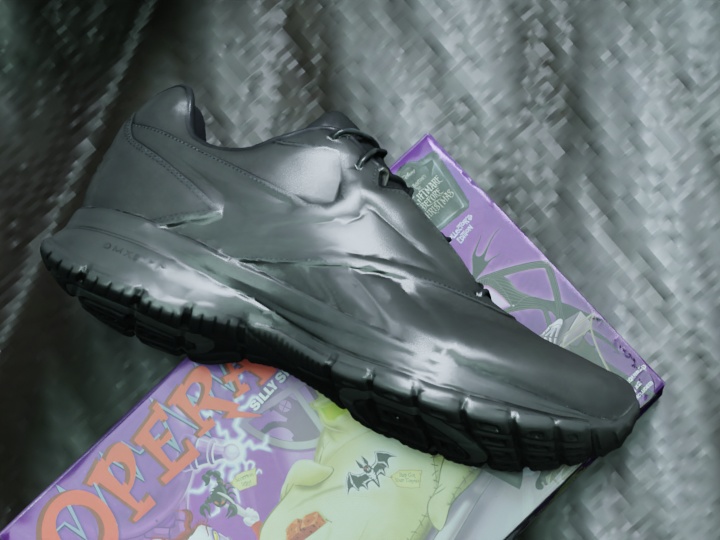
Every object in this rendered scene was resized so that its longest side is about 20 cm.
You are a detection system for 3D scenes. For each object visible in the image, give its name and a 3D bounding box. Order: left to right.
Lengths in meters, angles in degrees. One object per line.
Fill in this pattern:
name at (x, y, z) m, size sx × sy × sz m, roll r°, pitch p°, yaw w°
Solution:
board game box at (-0.009, 0.065, 0.790) m, size 0.200 × 0.032 × 0.120 m, roll -44°, pitch 76°, yaw -4°
sneaker at (0.000, 0.000, 0.753) m, size 0.199 × 0.076 × 0.091 m, roll 23°, pitch 75°, yaw 6°
